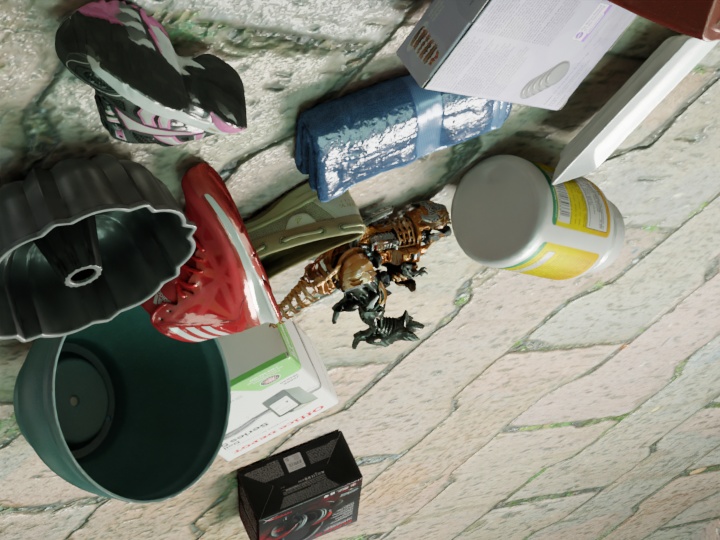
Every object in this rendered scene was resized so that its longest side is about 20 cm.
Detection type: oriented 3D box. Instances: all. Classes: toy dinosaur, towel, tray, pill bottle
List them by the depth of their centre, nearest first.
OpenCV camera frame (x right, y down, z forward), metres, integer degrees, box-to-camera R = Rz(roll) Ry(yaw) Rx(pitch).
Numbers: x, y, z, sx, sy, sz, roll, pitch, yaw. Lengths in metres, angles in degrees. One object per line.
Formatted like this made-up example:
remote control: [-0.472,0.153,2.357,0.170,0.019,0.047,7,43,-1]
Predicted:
towel: [0.041,-0.131,1.565,0.200,0.049,0.112,-21,156,-11]
tray: [0.262,-0.162,1.716,0.200,0.022,0.107,-48,164,29]
toy dinosaur: [0.000,0.000,1.784,0.199,0.102,0.136,-13,135,6]
pill bottle: [0.188,-0.049,1.813,0.113,0.113,0.200,-38,155,27]

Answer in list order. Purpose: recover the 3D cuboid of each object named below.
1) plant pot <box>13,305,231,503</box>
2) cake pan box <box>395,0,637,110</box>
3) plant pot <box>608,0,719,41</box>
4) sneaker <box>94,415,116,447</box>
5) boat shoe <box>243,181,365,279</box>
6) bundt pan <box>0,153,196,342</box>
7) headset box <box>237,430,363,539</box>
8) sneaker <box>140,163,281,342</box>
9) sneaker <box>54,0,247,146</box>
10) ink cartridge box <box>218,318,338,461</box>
plant pot: [-0.240,0.118,1.662,0.200,0.201,0.134,-2,175,-44]
cake pan box: [0.151,-0.222,1.443,0.184,0.052,0.200,-1,137,-47]
plant pot: [0.261,-0.274,1.258,0.200,0.176,0.200,-14,139,-25]
sneaker: [-0.253,0.183,1.836,0.076,0.081,0.200,-22,175,-5]
boat shoe: [-0.088,-0.012,1.668,0.200,0.063,0.073,-31,157,12]
bundt pan: [-0.240,-0.026,1.463,0.201,0.076,0.202,-22,158,-9]
headset box: [-0.080,0.302,2.341,0.148,0.075,0.200,-21,157,-13]
sneaker: [-0.148,0.000,1.571,0.115,0.078,0.200,-23,134,-2]
sneaker: [-0.167,-0.129,1.323,0.086,0.081,0.200,-23,154,22]
ink cartridge box: [-0.123,0.115,1.880,0.145,0.084,0.200,-28,157,5]
